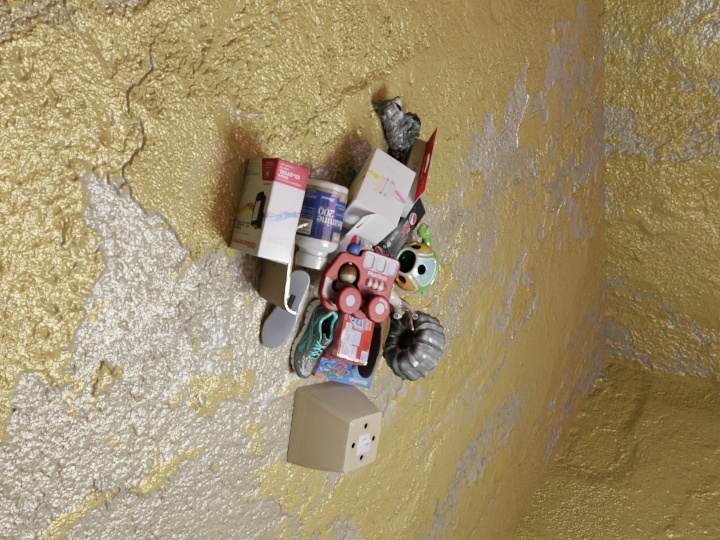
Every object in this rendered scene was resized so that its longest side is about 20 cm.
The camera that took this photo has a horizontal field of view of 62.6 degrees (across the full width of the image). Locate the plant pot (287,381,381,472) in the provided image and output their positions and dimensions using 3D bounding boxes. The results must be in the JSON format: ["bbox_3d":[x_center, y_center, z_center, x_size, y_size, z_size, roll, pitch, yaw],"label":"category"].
[{"bbox_3d":[-0.055,0.422,1.570,0.198,0.175,0.205,1,99,-51],"label":"plant pot"}]

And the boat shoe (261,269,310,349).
[{"bbox_3d":[-0.171,0.094,1.420,0.203,0.073,0.065,-60,176,3],"label":"boat shoe"}]

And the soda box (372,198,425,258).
[{"bbox_3d":[0.109,-0.129,1.711,0.201,0.062,0.071,-53,136,-27],"label":"soda box"}]

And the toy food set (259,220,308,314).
[{"bbox_3d":[-0.166,-0.014,1.328,0.059,0.143,0.205,3,98,-32],"label":"toy food set"}]

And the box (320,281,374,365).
[{"bbox_3d":[-0.028,0.137,1.544,0.098,0.095,0.205,21,72,-31],"label":"box"}]

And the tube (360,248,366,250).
[{"bbox_3d":[0.000,0.000,1.576,0.057,0.053,0.200,-23,163,-6],"label":"tube"}]

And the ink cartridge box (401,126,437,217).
[{"bbox_3d":[0.148,-0.272,1.623,0.176,0.044,0.204,124,-19,-69],"label":"ink cartridge box"}]

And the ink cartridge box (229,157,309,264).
[{"bbox_3d":[-0.195,-0.128,1.258,0.082,0.145,0.205,13,90,-37],"label":"ink cartridge box"}]

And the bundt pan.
[{"bbox_3d":[0.137,0.202,1.666,0.075,0.200,0.205,33,74,-40],"label":"bundt pan"}]

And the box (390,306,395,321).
[{"bbox_3d":[0.034,0.157,1.710,0.200,0.045,0.161,-45,132,-34],"label":"box"}]

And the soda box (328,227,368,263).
[{"bbox_3d":[-0.020,-0.095,1.556,0.200,0.067,0.065,-41,129,-36],"label":"soda box"}]

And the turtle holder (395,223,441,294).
[{"bbox_3d":[0.166,-0.026,1.728,0.185,0.142,0.131,-43,154,9],"label":"turtle holder"}]

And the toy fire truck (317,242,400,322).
[{"bbox_3d":[-0.004,0.027,1.438,0.197,0.111,0.172,18,82,-28],"label":"toy fire truck"}]

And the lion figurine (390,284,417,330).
[{"bbox_3d":[0.086,0.068,1.643,0.072,0.123,0.202,-30,105,1],"label":"lion figurine"}]

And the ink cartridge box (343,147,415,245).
[{"bbox_3d":[0.034,-0.173,1.488,0.124,0.128,0.203,29,59,-13],"label":"ink cartridge box"}]

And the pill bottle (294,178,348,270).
[{"bbox_3d":[-0.099,-0.108,1.419,0.110,0.109,0.205,10,92,-51],"label":"pill bottle"}]

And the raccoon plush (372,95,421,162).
[{"bbox_3d":[0.086,-0.364,1.602,0.132,0.096,0.205,2,99,-43],"label":"raccoon plush"}]

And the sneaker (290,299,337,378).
[{"bbox_3d":[-0.113,0.177,1.492,0.077,0.090,0.205,18,86,-38],"label":"sneaker"}]

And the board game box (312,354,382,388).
[{"bbox_3d":[-0.034,0.258,1.625,0.198,0.019,0.105,21,92,-37],"label":"board game box"}]

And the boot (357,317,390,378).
[{"bbox_3d":[0.045,0.201,1.626,0.075,0.072,0.204,36,60,-49],"label":"boot"}]
